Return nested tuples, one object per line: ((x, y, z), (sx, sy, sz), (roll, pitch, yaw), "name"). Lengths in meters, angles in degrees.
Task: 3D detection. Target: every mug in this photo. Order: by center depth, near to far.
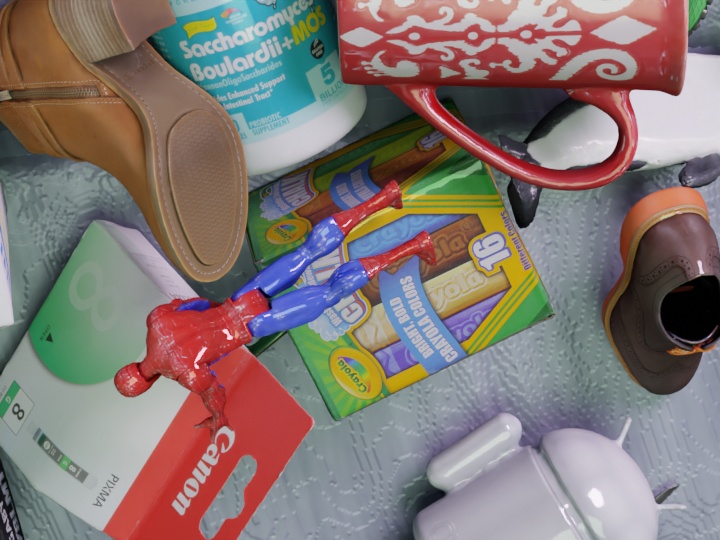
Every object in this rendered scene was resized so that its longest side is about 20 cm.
((0.086, -0.146, 1.507), (0.199, 0.133, 0.178), (-1, 71, 1), "mug")

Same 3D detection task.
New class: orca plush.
((0.170, -0.079, 1.652), (0.200, 0.071, 0.105), (-35, 82, -25), "orca plush")

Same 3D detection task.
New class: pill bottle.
((-0.078, -0.166, 1.562), (0.111, 0.111, 0.200), (-23, 113, 1), "pill bottle")

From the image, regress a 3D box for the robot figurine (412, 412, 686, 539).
((0.115, 0.181, 1.728), (0.200, 0.113, 0.170), (-33, 94, 5), "robot figurine")

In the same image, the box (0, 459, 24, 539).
((-0.333, 0.116, 1.649), (0.199, 0.050, 0.199), (-8, 115, 9), "box")

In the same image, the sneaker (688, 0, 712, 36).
((0.174, -0.238, 1.599), (0.085, 0.078, 0.200), (-12, 104, 3), "sneaker")

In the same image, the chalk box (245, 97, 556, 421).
((0.000, 0.000, 1.633), (0.200, 0.125, 0.124), (-25, 113, 1), "chalk box")

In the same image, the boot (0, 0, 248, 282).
((-0.154, -0.081, 1.561), (0.074, 0.155, 0.200), (-22, 97, -43), "boot")

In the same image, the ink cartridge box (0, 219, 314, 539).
((-0.139, 0.091, 1.612), (0.050, 0.200, 0.161), (10, 119, -50), "ink cartridge box")

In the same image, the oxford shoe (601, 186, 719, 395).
((0.199, 0.033, 1.667), (0.071, 0.073, 0.200), (-17, 146, -4), "oxford shoe")

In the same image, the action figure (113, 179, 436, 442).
((-0.053, 0.030, 1.533), (0.200, 0.065, 0.099), (-28, 158, -7), "action figure")

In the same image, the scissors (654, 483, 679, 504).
((0.145, 0.218, 1.803), (0.200, 0.014, 0.073), (-27, 110, 2), "scissors")

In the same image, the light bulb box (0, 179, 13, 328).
((-0.284, -0.078, 1.518), (0.124, 0.200, 0.199), (-12, 112, -3), "light bulb box")
